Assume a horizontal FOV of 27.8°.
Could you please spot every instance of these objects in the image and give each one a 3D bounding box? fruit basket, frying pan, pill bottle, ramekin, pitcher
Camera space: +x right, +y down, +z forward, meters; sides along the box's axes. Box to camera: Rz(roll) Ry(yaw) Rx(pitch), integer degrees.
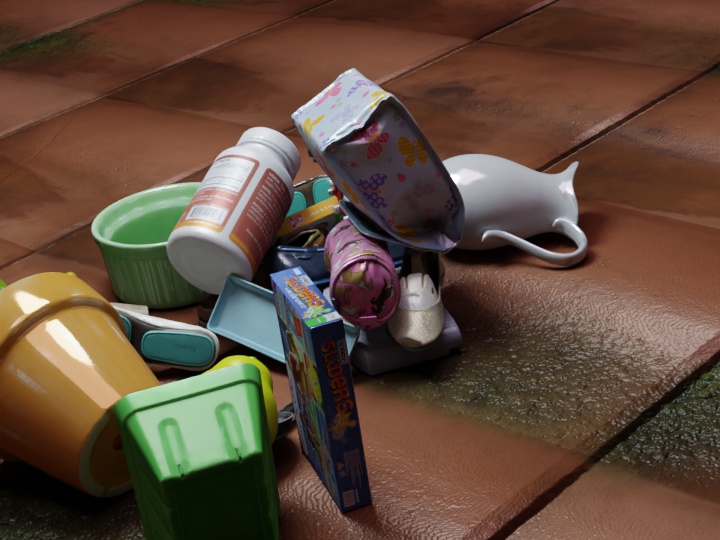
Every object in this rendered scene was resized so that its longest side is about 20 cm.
[{"bbox_3d":[-0.139,0.162,1.338,0.154,0.218,0.216,-14,26,-11],"label":"fruit basket"},{"bbox_3d":[-0.111,0.162,1.531,0.114,0.031,0.190,-10,2,20],"label":"frying pan"},{"bbox_3d":[-0.148,-0.077,1.779,0.111,0.113,0.201,5,49,27],"label":"pill bottle"},{"bbox_3d":[-0.245,-0.032,1.904,0.198,0.099,0.200,-7,25,3],"label":"ramekin"},{"bbox_3d":[0.184,-0.070,1.840,0.197,0.122,0.172,1,40,-5],"label":"pitcher"}]

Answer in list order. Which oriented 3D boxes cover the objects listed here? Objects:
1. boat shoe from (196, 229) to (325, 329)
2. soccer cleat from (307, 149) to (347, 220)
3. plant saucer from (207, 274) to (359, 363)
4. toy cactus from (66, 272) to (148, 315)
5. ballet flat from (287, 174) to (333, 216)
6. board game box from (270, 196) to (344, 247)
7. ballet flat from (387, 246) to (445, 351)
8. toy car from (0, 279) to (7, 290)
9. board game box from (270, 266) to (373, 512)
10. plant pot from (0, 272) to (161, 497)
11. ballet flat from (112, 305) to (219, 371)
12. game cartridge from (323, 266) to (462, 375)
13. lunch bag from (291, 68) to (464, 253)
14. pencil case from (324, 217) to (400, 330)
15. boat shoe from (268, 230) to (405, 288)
[{"bbox_3d":[-0.125,0.007,1.817,0.199,0.069,0.072,-28,32,-33],"label":"boat shoe"},{"bbox_3d":[-0.008,-0.131,1.877,0.084,0.069,0.201,-12,40,-13],"label":"soccer cleat"},{"bbox_3d":[-0.088,0.068,1.663,0.199,0.071,0.019,21,-3,32],"label":"plant saucer"},{"bbox_3d":[-0.343,0.056,1.782,0.163,0.104,0.200,-4,15,-13],"label":"toy cactus"},{"bbox_3d":[-0.066,-0.102,2.034,0.198,0.069,0.068,-5,16,8],"label":"ballet flat"},{"bbox_3d":[-0.060,-0.057,1.909,0.199,0.096,0.030,-22,69,-29],"label":"board game box"},{"bbox_3d":[0.062,0.019,1.656,0.067,0.063,0.201,-6,26,6],"label":"ballet flat"},{"bbox_3d":[-0.526,0.033,1.691,0.163,0.201,0.158,-32,25,5],"label":"toy car"},{"bbox_3d":[-0.039,0.114,1.410,0.034,0.202,0.135,-16,26,-14],"label":"board game box"},{"bbox_3d":[-0.293,0.132,1.495,0.183,0.202,0.199,32,45,33],"label":"plant pot"},{"bbox_3d":[-0.262,0.076,1.695,0.198,0.070,0.070,11,24,-7],"label":"ballet flat"},{"bbox_3d":[0.028,0.055,1.706,0.132,0.041,0.200,-18,26,-9],"label":"game cartridge"},{"bbox_3d":[0.026,-0.110,1.663,0.127,0.200,0.170,-40,25,0],"label":"lunch bag"},{"bbox_3d":[0.000,0.000,1.661,0.087,0.083,0.200,-45,14,9],"label":"pencil case"},{"bbox_3d":[-0.020,-0.022,1.798,0.198,0.069,0.084,-11,-7,-35],"label":"boat shoe"}]
